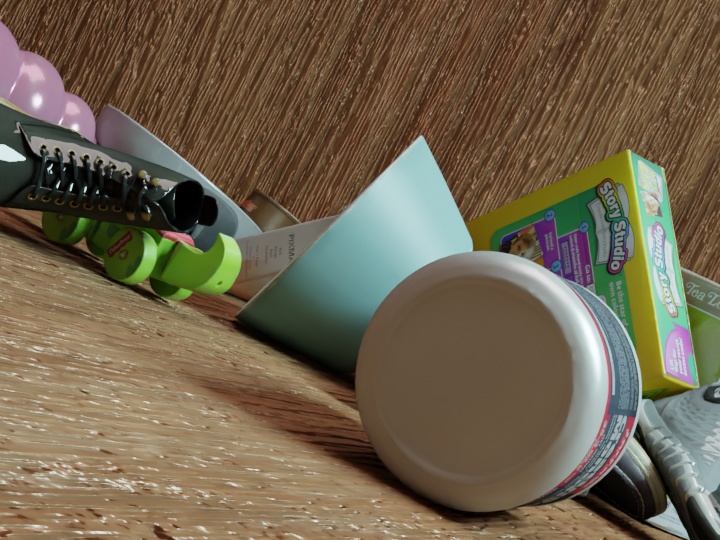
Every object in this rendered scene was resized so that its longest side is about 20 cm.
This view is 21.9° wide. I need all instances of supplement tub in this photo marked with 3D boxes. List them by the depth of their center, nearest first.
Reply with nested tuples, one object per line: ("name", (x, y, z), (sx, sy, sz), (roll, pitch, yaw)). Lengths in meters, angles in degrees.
("supplement tub", (0.087, 0.067, 1.081), (0.140, 0.141, 0.200), (27, 3, 17))

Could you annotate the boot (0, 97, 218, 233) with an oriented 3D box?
("boot", (-0.193, -0.064, 1.227), (0.138, 0.078, 0.200), (18, 11, 23))

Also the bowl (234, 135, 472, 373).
("bowl", (0.010, 0.002, 1.430), (0.105, 0.201, 0.201), (45, 2, -2))

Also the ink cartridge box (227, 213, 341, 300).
("ink cartridge box", (0.000, 0.000, 1.640), (0.199, 0.050, 0.162), (-9, -20, 34))

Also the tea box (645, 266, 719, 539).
("tea box", (0.252, 0.098, 1.570), (0.133, 0.197, 0.200), (24, 4, -42))

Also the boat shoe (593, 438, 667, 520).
("boat shoe", (0.148, 0.126, 1.417), (0.200, 0.065, 0.072), (44, -26, 30))

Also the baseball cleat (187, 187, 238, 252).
("baseball cleat", (-0.182, -0.044, 1.654), (0.199, 0.070, 0.106), (14, 16, -35))

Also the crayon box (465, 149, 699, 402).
("crayon box", (0.178, 0.026, 1.528), (0.172, 0.201, 0.058), (-24, -31, 34))

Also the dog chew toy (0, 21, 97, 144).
("dog chew toy", (-0.333, -0.158, 1.735), (0.200, 0.125, 0.124), (32, -1, -29))

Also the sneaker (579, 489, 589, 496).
("sneaker", (0.107, 0.107, 1.301), (0.199, 0.078, 0.140), (-6, 46, -43))

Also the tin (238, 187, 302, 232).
("tin", (-0.050, -0.007, 1.922), (0.200, 0.042, 0.112), (45, -3, -26))

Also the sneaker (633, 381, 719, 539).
("sneaker", (0.278, 0.139, 1.369), (0.200, 0.115, 0.075), (-114, -179, -56))

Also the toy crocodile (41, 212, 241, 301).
("toy crocodile", (-0.169, -0.029, 1.343), (0.200, 0.062, 0.067), (28, 2, 38))

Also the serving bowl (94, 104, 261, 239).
("serving bowl", (-0.192, -0.074, 1.827), (0.200, 0.066, 0.200), (40, -5, 4))
